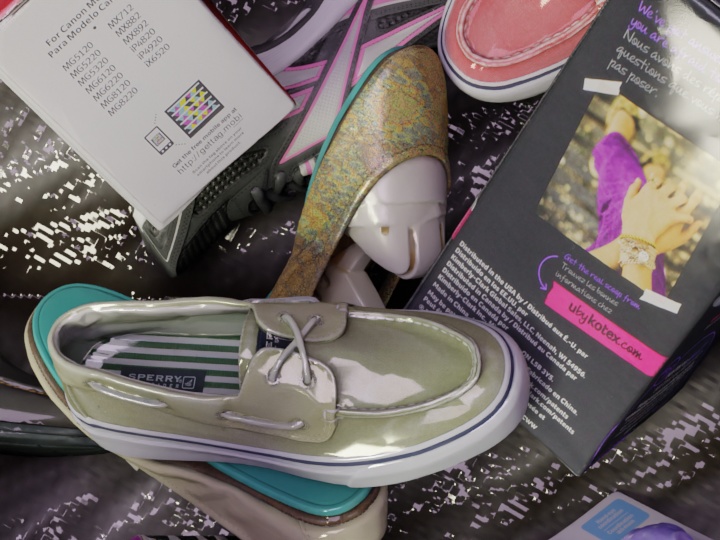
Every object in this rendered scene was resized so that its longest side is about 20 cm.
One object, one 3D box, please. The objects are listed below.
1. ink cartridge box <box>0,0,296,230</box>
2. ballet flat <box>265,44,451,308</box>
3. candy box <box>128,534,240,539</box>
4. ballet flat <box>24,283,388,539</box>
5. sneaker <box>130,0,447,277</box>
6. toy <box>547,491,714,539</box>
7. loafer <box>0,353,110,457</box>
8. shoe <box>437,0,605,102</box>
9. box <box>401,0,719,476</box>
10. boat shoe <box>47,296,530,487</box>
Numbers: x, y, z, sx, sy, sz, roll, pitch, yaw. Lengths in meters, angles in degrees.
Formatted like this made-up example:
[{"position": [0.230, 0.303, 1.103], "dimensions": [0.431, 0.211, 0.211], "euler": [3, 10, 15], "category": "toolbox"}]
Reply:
[{"position": [-0.140, -0.140, 0.941], "dimensions": [0.084, 0.176, 0.200], "euler": [-42, 43, 3], "category": "ink cartridge box"}, {"position": [0.000, 0.000, 0.965], "dimensions": [0.070, 0.071, 0.201], "euler": [33, 113, 13], "category": "ballet flat"}, {"position": [-0.106, 0.168, 0.921], "dimensions": [0.136, 0.200, 0.061], "euler": [-31, 79, 7], "category": "candy box"}, {"position": [-0.070, 0.076, 0.959], "dimensions": [0.199, 0.069, 0.070], "euler": [32, 89, 30], "category": "ballet flat"}, {"position": [-0.018, -0.068, 1.000], "dimensions": [0.086, 0.080, 0.200], "euler": [43, 93, 10], "category": "sneaker"}, {"position": [0.149, 0.141, 0.889], "dimensions": [0.199, 0.115, 0.048], "euler": [27, 130, 34], "category": "toy"}, {"position": [-0.202, 0.040, 1.024], "dimensions": [0.198, 0.073, 0.073], "euler": [13, 80, 11], "category": "loafer"}, {"position": [0.108, -0.153, 0.919], "dimensions": [0.200, 0.091, 0.072], "euler": [-39, 77, 4], "category": "shoe"}, {"position": [0.125, -0.034, 0.904], "dimensions": [0.106, 0.122, 0.201], "euler": [42, 124, 13], "category": "box"}, {"position": [-0.033, 0.045, 0.888], "dimensions": [0.198, 0.062, 0.073], "euler": [-3, 62, 16], "category": "boat shoe"}]
